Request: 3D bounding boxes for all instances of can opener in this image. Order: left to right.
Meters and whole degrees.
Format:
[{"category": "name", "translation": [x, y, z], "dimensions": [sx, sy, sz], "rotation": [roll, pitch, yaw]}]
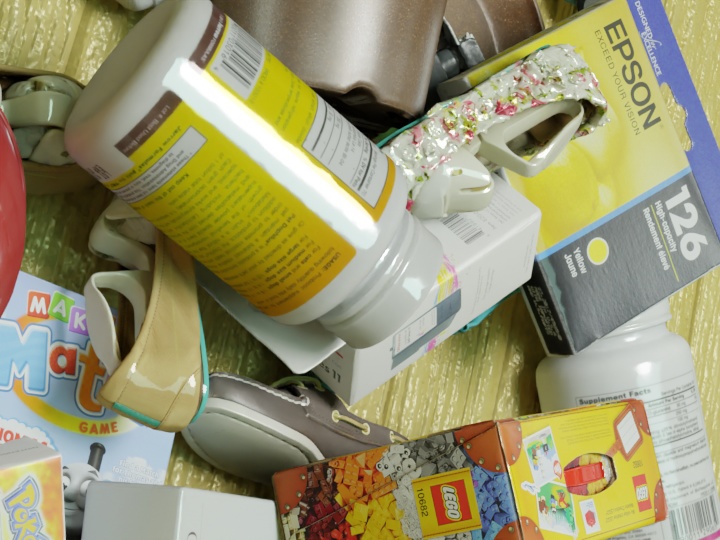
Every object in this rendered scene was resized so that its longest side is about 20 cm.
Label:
[{"category": "can opener", "translation": [0.082, -0.084, 1.156], "dimensions": [0.066, 0.053, 0.201], "rotation": [-32, 107, -5]}]

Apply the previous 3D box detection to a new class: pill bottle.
[{"category": "pill bottle", "translation": [-0.051, -0.047, 0.915], "dimensions": [0.200, 0.109, 0.110], "rotation": [40, 59, -21]}, {"category": "pill bottle", "translation": [0.188, 0.108, 1.223], "dimensions": [0.113, 0.113, 0.201], "rotation": [-13, 93, -43]}]

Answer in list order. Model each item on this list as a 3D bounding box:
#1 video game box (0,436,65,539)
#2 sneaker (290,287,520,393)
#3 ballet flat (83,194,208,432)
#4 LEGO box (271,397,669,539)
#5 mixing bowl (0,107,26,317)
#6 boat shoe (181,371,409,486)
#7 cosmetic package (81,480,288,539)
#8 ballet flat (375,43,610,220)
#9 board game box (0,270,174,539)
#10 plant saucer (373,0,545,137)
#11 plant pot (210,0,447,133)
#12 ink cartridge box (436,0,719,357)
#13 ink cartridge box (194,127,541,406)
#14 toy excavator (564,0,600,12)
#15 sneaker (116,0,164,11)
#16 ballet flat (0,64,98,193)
[{"category": "video game box", "translation": [-0.229, 0.196, 0.835], "dimensions": [0.182, 0.047, 0.201], "rotation": [-10, 104, -38]}, {"category": "sneaker", "translation": [0.032, 0.020, 1.114], "dimensions": [0.200, 0.079, 0.078], "rotation": [-28, 103, -38]}, {"category": "ballet flat", "translation": [-0.121, -0.003, 0.953], "dimensions": [0.063, 0.069, 0.201], "rotation": [14, 44, -25]}, {"category": "LEGO box", "translation": [0.068, 0.131, 0.990], "dimensions": [0.200, 0.148, 0.078], "rotation": [0, 76, -59]}, {"category": "mixing bowl", "translation": [-0.237, -0.012, 0.801], "dimensions": [0.199, 0.108, 0.201], "rotation": [-10, 112, -26]}, {"category": "boat shoe", "translation": [-0.034, 0.101, 1.047], "dimensions": [0.200, 0.072, 0.060], "rotation": [33, 54, -42]}, {"category": "cosmetic package", "translation": [-0.070, 0.179, 0.972], "dimensions": [0.200, 0.071, 0.102], "rotation": [19, 73, -55]}, {"category": "ballet flat", "translation": [0.072, -0.073, 1.022], "dimensions": [0.200, 0.076, 0.064], "rotation": [-34, 65, -24]}, {"category": "board game box", "translation": [-0.178, 0.111, 0.939], "dimensions": [0.151, 0.037, 0.201], "rotation": [24, 68, -38]}, {"category": "plant saucer", "translation": [0.053, -0.150, 1.187], "dimensions": [0.200, 0.037, 0.202], "rotation": [7, 79, -41]}, {"category": "plant pot", "translation": [-0.026, -0.193, 1.028], "dimensions": [0.200, 0.200, 0.199], "rotation": [13, 84, -41]}, {"category": "ink cartridge box", "translation": [0.170, -0.074, 1.144], "dimensions": [0.199, 0.047, 0.198], "rotation": [-29, 102, -24]}, {"category": "ink cartridge box", "translation": [0.000, 0.000, 1.045], "dimensions": [0.200, 0.117, 0.067], "rotation": [-33, 149, -29]}, {"category": "toy excavator", "translation": [0.140, -0.292, 1.250], "dimensions": [0.100, 0.199, 0.195], "rotation": [-56, 164, -33]}, {"category": "sneaker", "translation": [-0.196, -0.197, 0.953], "dimensions": [0.116, 0.074, 0.200], "rotation": [-48, 126, -15]}, {"category": "ballet flat", "translation": [-0.196, -0.081, 0.919], "dimensions": [0.199, 0.063, 0.069], "rotation": [3, 80, -43]}]
